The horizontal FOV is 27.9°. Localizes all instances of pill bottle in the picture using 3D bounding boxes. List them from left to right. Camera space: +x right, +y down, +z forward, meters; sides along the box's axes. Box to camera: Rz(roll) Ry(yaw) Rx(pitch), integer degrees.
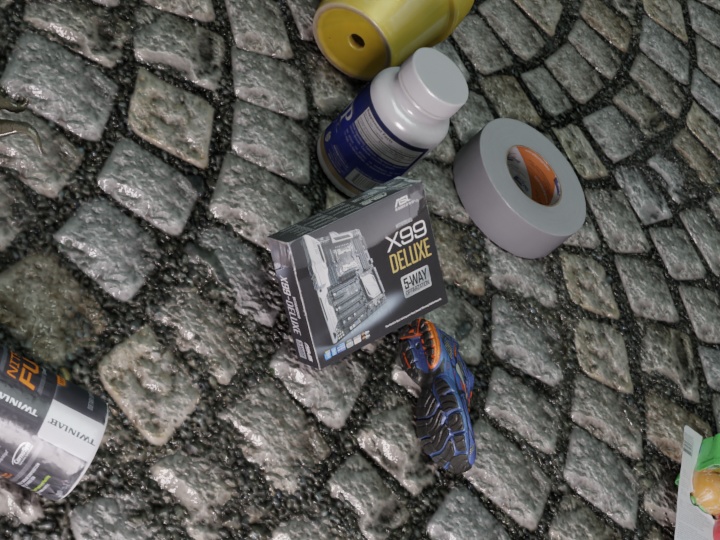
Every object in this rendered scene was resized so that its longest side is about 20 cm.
[{"bbox_3d":[-0.341,0.123,1.332,0.199,0.106,0.107,31,43,-21],"label":"pill bottle"},{"bbox_3d":[0.044,-0.190,1.860,0.119,0.200,0.121,24,45,-27],"label":"pill bottle"}]

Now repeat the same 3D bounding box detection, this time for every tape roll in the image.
[{"bbox_3d":[0.229,-0.118,2.079,0.199,0.066,0.202,25,46,-28],"label":"tape roll"}]

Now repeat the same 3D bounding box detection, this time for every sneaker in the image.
[{"bbox_3d":[0.110,0.150,1.752,0.078,0.075,0.202,15,52,-38],"label":"sneaker"}]

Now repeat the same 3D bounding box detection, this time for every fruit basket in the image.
[{"bbox_3d":[0.491,0.335,1.961,0.184,0.094,0.202,28,59,-22],"label":"fruit basket"}]

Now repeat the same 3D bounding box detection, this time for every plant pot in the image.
[{"bbox_3d":[0.034,-0.370,2.018,0.200,0.201,0.189,41,56,-8],"label":"plant pot"}]

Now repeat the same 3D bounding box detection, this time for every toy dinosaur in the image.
[{"bbox_3d":[-0.422,-0.183,1.545,0.201,0.077,0.102,53,51,-3],"label":"toy dinosaur"}]

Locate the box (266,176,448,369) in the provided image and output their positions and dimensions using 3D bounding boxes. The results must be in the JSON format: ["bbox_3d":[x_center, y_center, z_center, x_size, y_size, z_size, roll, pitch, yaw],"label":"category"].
[{"bbox_3d":[0.000,0.000,1.680,0.199,0.050,0.159,-25,113,-30],"label":"box"}]
